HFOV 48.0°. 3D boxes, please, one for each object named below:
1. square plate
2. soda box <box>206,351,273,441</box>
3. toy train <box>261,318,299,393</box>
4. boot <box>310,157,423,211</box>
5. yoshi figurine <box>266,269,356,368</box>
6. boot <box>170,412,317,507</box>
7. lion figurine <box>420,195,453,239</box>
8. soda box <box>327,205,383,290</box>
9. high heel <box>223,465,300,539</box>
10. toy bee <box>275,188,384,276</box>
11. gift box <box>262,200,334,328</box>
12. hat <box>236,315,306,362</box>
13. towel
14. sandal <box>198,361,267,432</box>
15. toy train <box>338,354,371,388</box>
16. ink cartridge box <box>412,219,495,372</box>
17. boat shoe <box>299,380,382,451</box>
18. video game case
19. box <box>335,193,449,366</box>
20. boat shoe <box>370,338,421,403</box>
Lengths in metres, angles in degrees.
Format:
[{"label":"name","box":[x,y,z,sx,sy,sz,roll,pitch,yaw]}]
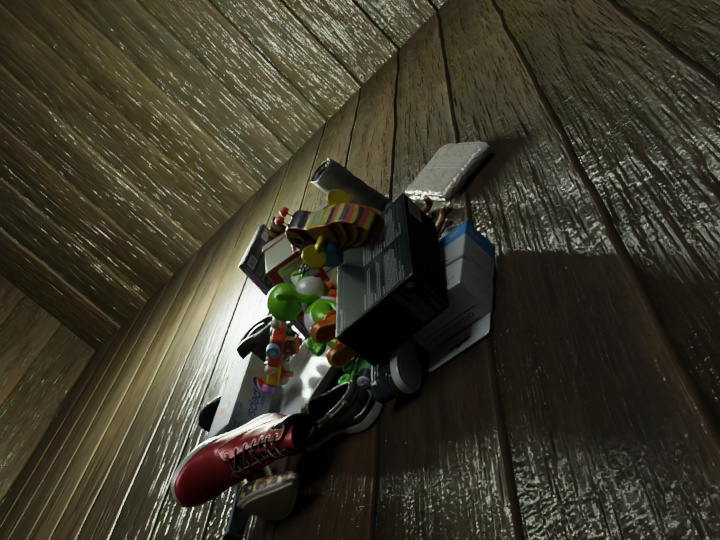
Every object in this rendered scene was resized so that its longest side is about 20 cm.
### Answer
[{"label":"square plate","box":[-0.101,0.197,1.368,0.201,0.028,0.197,-56,19,-23]},{"label":"soda box","box":[-0.197,0.231,1.365,0.063,0.068,0.201,-41,19,23]},{"label":"toy train","box":[-0.130,0.124,1.386,0.201,0.055,0.152,-90,10,-65]},{"label":"boot","box":[0.016,-0.143,1.528,0.073,0.200,0.181,-56,19,-26]},{"label":"yoshi figurine","box":[-0.085,0.071,1.255,0.200,0.111,0.114,48,121,53]},{"label":"boot","box":[-0.157,0.253,1.100,0.199,0.073,0.144,-30,5,-31]},{"label":"lion figurine","box":[0.096,-0.046,1.303,0.124,0.072,0.200,-61,-18,-5]},{"label":"soda box","box":[0.000,0.000,1.328,0.202,0.067,0.064,-65,-20,9]},{"label":"high heel","box":[-0.132,0.290,1.159,0.200,0.071,0.144,-46,21,38]},{"label":"toy bee","box":[-0.066,-0.051,1.156,0.199,0.108,0.132,-38,29,30]},{"label":"gift box","box":[-0.069,-0.022,1.456,0.183,0.202,0.187,-30,18,2]},{"label":"hat","box":[-0.192,0.148,1.607,0.200,0.081,0.201,-43,19,18]},{"label":"towel","box":[0.166,-0.186,1.547,0.133,0.034,0.200,-51,18,-6]},{"label":"sandal","box":[-0.213,0.233,1.497,0.199,0.075,0.045,-38,20,6]},{"label":"toy train","box":[0.014,0.118,1.247,0.056,0.042,0.201,-25,26,29]},{"label":"ink cartridge box","box":[0.121,0.032,1.119,0.116,0.067,0.201,-38,20,30]},{"label":"boat shoe","box":[-0.051,0.207,1.170,0.200,0.061,0.072,-31,24,44]},{"label":"video game case","box":[-0.145,0.021,1.564,0.019,0.200,0.144,-29,23,27]},{"label":"box","box":[0.039,0.009,1.106,0.141,0.079,0.201,-38,27,23]},{"label":"boat shoe","box":[0.049,0.101,1.134,0.060,0.076,0.201,-31,22,28]}]
